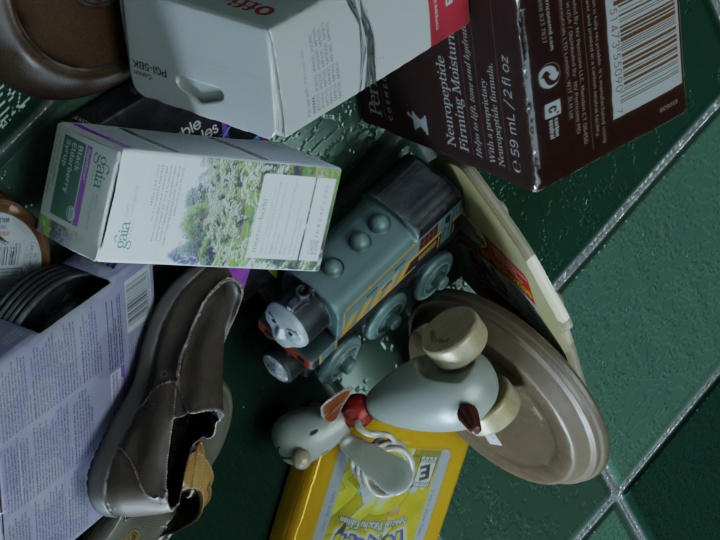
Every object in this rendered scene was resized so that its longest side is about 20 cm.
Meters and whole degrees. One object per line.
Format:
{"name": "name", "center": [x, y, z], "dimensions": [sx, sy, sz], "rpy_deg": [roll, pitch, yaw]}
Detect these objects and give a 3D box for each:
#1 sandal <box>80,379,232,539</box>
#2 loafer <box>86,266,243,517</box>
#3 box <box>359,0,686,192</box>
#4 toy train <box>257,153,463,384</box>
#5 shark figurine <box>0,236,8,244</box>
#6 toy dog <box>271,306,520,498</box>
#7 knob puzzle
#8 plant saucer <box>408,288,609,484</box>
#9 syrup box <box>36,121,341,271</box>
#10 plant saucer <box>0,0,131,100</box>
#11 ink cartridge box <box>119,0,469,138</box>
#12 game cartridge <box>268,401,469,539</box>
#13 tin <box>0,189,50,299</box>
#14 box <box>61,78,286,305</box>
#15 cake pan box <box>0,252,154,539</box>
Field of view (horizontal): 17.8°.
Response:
{"name": "sandal", "center": [-0.149, 0.169, 1.729], "dimensions": [0.082, 0.055, 0.200], "rpy_deg": [37, 82, -45]}
{"name": "loafer", "center": [-0.122, 0.089, 1.627], "dimensions": [0.200, 0.071, 0.073], "rpy_deg": [-69, 157, -15]}
{"name": "box", "center": [0.114, -0.184, 1.709], "dimensions": [0.164, 0.200, 0.166], "rpy_deg": [-29, 125, -31]}
{"name": "toy train", "center": [0.000, 0.000, 1.751], "dimensions": [0.200, 0.085, 0.114], "rpy_deg": [-42, 158, -24]}
{"name": "shark figurine", "center": [-0.274, -0.121, 1.458], "dimensions": [0.128, 0.089, 0.215], "rpy_deg": [-5, 115, -28]}
{"name": "toy dog", "center": [0.031, 0.117, 1.749], "dimensions": [0.132, 0.096, 0.200], "rpy_deg": [37, 118, -21]}
{"name": "knob puzzle", "center": [0.113, -0.018, 1.783], "dimensions": [0.030, 0.220, 0.220], "rpy_deg": [-33, 129, -10]}
{"name": "plant saucer", "center": [0.111, 0.099, 1.832], "dimensions": [0.029, 0.200, 0.200], "rpy_deg": [-45, 132, -25]}
{"name": "syrup box", "center": [-0.117, -0.050, 1.594], "dimensions": [0.200, 0.081, 0.079], "rpy_deg": [3, 105, -41]}
{"name": "plant saucer", "center": [-0.182, -0.208, 1.550], "dimensions": [0.200, 0.032, 0.201], "rpy_deg": [-20, 122, -36]}
{"name": "ink cartridge box", "center": [-0.044, -0.182, 1.571], "dimensions": [0.200, 0.147, 0.083], "rpy_deg": [-35, 132, -39]}
{"name": "game cartridge", "center": [0.002, 0.210, 1.902], "dimensions": [0.176, 0.032, 0.200], "rpy_deg": [7, 102, -44]}
{"name": "tin", "center": [-0.272, 0.041, 1.574], "dimensions": [0.112, 0.042, 0.200], "rpy_deg": [-3, 110, -37]}
{"name": "box", "center": [-0.125, -0.056, 1.666], "dimensions": [0.143, 0.036, 0.200], "rpy_deg": [-35, 127, -26]}
{"name": "cake pan box", "center": [-0.211, 0.096, 1.595], "dimensions": [0.184, 0.052, 0.200], "rpy_deg": [-43, 142, -48]}
